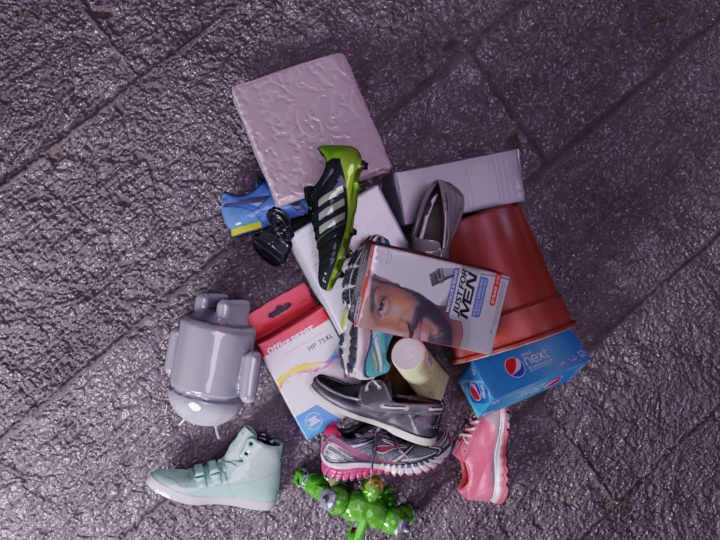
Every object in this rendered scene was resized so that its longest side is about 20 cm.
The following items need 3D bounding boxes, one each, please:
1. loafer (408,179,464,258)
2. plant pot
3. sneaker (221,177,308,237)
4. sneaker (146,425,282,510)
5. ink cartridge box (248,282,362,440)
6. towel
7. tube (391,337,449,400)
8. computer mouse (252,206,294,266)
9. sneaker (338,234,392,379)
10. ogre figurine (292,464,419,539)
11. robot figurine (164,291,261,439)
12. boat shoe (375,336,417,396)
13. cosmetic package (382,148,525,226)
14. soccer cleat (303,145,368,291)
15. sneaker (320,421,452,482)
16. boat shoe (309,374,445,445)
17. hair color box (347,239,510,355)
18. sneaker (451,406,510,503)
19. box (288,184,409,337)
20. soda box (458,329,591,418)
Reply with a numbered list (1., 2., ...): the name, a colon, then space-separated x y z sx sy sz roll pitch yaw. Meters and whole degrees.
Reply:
1. loafer: 0.093 -0.028 1.248 0.069 0.069 0.204 26 75 -53
2. plant pot: 0.200 0.016 1.331 0.197 0.201 0.199 -17 86 -9
3. sneaker: -0.111 -0.111 1.327 0.196 0.066 0.080 -16 90 -10
4. sneaker: -0.210 0.279 1.308 0.196 0.074 0.121 10 95 -20
5. ink cartridge box: -0.081 0.133 1.334 0.115 0.067 0.203 -29 95 -8
6. towel: -0.073 -0.209 1.318 0.188 0.032 0.203 -20 78 -13
7. tube: 0.096 0.159 1.314 0.057 0.200 0.052 -33 57 3
8. computer mouse: -0.118 -0.053 1.263 0.058 0.200 0.034 37 71 0
9. sneaker: 0.018 0.051 1.252 0.078 0.077 0.205 5 95 -29
10. ogre figurine: 0.002 0.349 1.326 0.199 0.120 0.099 42 85 -9
11. robot figurine: -0.214 0.136 1.283 0.167 0.112 0.205 15 95 31
12. boat shoe: 0.056 0.202 1.360 0.070 0.068 0.205 -5 92 -10
13. cosmetic package: 0.139 -0.123 1.353 0.195 0.107 0.092 -9 93 -12
14. soccer cleat: -0.044 -0.075 1.240 0.079 0.068 0.205 10 87 8
15. sneaker: 0.039 0.257 1.301 0.195 0.081 0.077 -4 99 -11
16. boat shoe: 0.024 0.183 1.270 0.196 0.072 0.069 19 103 5
17. hair color box: 0.091 0.036 1.190 0.196 0.064 0.113 12 95 -15
18. sneaker: 0.185 0.263 1.383 0.085 0.074 0.205 -1 90 -6
19. box: 0.000 0.000 1.328 0.150 0.106 0.203 -29 95 -9
20. soda box: 0.251 0.152 1.358 0.197 0.065 0.069 -16 62 -28
